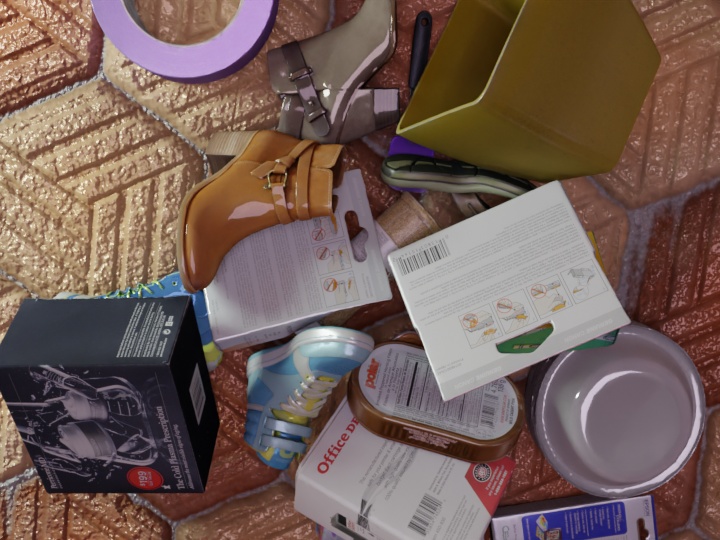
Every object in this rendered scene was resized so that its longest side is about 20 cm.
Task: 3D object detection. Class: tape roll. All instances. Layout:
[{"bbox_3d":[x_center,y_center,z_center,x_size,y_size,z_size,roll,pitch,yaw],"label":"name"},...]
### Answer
[{"bbox_3d":[-0.188,-0.308,0.922,0.197,0.066,0.203,0,97,-2],"label":"tape roll"}]

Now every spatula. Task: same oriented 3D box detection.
[{"bbox_3d":[0.062,-0.191,0.964,0.056,0.021,0.203,3,94,-15],"label":"spatula"}]

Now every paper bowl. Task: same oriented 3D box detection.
[{"bbox_3d":[0.295,0.159,0.974,0.197,0.104,0.204,0,96,-1],"label":"paper bowl"}]

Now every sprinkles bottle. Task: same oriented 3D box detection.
[{"bbox_3d":[0.000,0.000,0.962,0.200,0.068,0.068,-42,96,3],"label":"sprinkles bottle"}]

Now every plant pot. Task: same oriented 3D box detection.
[{"bbox_3d":[0.183,-0.196,0.878,0.175,0.200,0.202,29,80,-19],"label":"plant pot"}]

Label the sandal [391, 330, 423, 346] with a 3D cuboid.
[{"bbox_3d":[0.097,0.167,0.989,0.079,0.059,0.208,-35,97,3],"label":"sandal"}]

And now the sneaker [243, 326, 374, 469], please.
[{"bbox_3d":[-0.057,0.141,0.907,0.079,0.199,0.132,20,61,-31],"label":"sneaker"}]

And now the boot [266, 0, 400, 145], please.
[{"bbox_3d":[-0.030,-0.237,0.936,0.144,0.070,0.203,-1,92,4],"label":"boot"}]

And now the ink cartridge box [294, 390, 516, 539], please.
[{"bbox_3d":[0.046,0.233,0.922,0.198,0.083,0.147,27,51,15],"label":"ink cartridge box"}]

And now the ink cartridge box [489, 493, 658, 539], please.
[{"bbox_3d":[0.256,0.324,1.025,0.197,0.037,0.096,-8,96,2],"label":"ink cartridge box"}]

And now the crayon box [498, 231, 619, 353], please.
[{"bbox_3d":[0.174,0.031,0.944,0.197,0.059,0.120,-7,55,0],"label":"crayon box"}]

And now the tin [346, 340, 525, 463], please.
[{"bbox_3d":[0.083,0.139,0.929,0.197,0.113,0.042,15,134,3],"label":"tin"}]

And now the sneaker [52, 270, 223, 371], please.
[{"bbox_3d":[-0.241,0.038,0.964,0.198,0.076,0.106,20,84,-11],"label":"sneaker"}]

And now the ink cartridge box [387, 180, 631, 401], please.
[{"bbox_3d":[0.147,0.024,0.869,0.198,0.045,0.178,-23,61,6],"label":"ink cartridge box"}]

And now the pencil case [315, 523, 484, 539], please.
[{"bbox_3d":[0.048,0.289,0.990,0.197,0.091,0.084,5,64,-4],"label":"pencil case"}]

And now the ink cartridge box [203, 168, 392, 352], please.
[{"bbox_3d":[-0.078,-0.014,0.941,0.197,0.050,0.164,-13,70,-4],"label":"ink cartridge box"}]

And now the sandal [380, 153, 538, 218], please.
[{"bbox_3d":[0.118,-0.088,0.954,0.198,0.080,0.058,8,112,-3],"label":"sandal"}]

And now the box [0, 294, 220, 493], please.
[{"bbox_3d":[-0.259,0.135,0.901,0.179,0.105,0.202,-1,128,5],"label":"box"}]

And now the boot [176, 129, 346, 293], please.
[{"bbox_3d":[-0.102,-0.063,0.891,0.152,0.074,0.202,7,67,11],"label":"boot"}]
